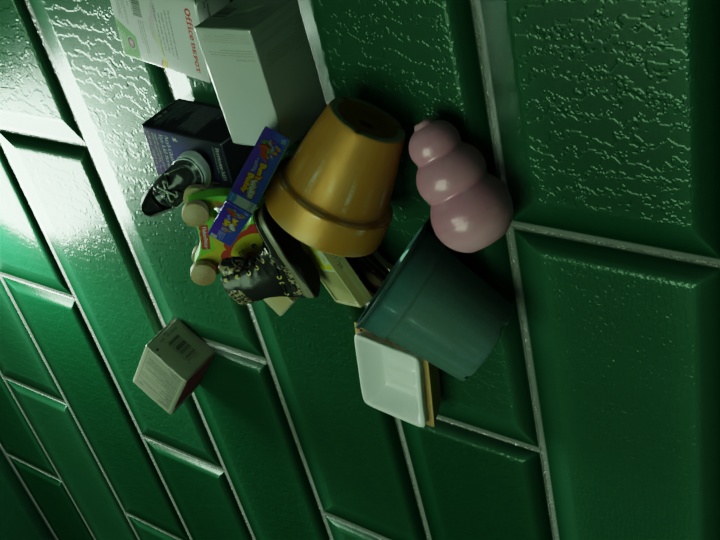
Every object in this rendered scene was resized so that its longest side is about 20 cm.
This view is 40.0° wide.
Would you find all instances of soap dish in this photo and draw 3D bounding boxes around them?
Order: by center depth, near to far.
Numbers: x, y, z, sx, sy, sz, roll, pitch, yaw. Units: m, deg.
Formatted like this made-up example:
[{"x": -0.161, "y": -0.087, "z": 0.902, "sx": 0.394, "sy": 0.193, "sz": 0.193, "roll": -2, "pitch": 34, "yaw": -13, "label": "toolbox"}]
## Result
[{"x": 0.073, "y": 0.182, "z": 1.827, "sx": 0.156, "sy": 0.081, "sz": 0.201, "roll": 19, "pitch": 137, "yaw": 29, "label": "soap dish"}]

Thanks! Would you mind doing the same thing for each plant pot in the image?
[{"x": -0.024, "y": -0.154, "z": 1.509, "sx": 0.199, "sy": 0.200, "sz": 0.184, "roll": 34, "pitch": 122, "yaw": 13, "label": "plant pot"}, {"x": 0.126, "y": 0.062, "z": 1.585, "sx": 0.195, "sy": 0.201, "sz": 0.200, "roll": 33, "pitch": 143, "yaw": -1, "label": "plant pot"}]

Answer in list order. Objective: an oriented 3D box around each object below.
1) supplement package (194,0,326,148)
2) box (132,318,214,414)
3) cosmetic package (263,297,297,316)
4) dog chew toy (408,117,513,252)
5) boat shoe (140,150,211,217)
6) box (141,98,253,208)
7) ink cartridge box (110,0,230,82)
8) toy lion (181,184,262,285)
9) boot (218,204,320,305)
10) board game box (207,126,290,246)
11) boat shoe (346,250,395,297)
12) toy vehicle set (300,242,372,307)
[{"x": -0.150, "y": -0.306, "z": 1.530, "sx": 0.119, "sy": 0.121, "sz": 0.201, "roll": 11, "pitch": 132, "yaw": 35, "label": "supplement package"}, {"x": -0.440, "y": 0.227, "z": 2.326, "sx": 0.128, "sy": 0.109, "sz": 0.200, "roll": 40, "pitch": 144, "yaw": 4, "label": "box"}, {"x": -0.179, "y": -0.026, "z": 1.844, "sx": 0.200, "sy": 0.105, "sz": 0.071, "roll": 43, "pitch": 145, "yaw": -1, "label": "cosmetic package"}, {"x": 0.138, "y": -0.128, "z": 1.440, "sx": 0.124, "sy": 0.124, "sz": 0.201, "roll": -20, "pitch": 103, "yaw": 50, "label": "dog chew toy"}, {"x": -0.328, "y": -0.144, "z": 1.723, "sx": 0.072, "sy": 0.068, "sz": 0.199, "roll": 52, "pitch": 142, "yaw": -12, "label": "boat shoe"}, {"x": -0.268, "y": -0.205, "z": 1.753, "sx": 0.199, "sy": 0.104, "sz": 0.149, "roll": 16, "pitch": 135, "yaw": 33, "label": "box"}, {"x": -0.303, "y": -0.408, "z": 1.606, "sx": 0.199, "sy": 0.084, "sz": 0.146, "roll": 22, "pitch": 138, "yaw": 28, "label": "ink cartridge box"}, {"x": -0.204, "y": -0.054, "z": 1.716, "sx": 0.190, "sy": 0.069, "sz": 0.201, "roll": -4, "pitch": 128, "yaw": -3, "label": "toy lion"}, {"x": -0.168, "y": -0.018, "z": 1.647, "sx": 0.149, "sy": 0.074, "sz": 0.200, "roll": -11, "pitch": 137, "yaw": 22, "label": "boot"}, {"x": -0.176, "y": -0.127, "z": 1.541, "sx": 0.045, "sy": 0.135, "sz": 0.200, "roll": 28, "pitch": 162, "yaw": -9, "label": "board game box"}, {"x": 0.001, "y": -0.004, "z": 1.718, "sx": 0.202, "sy": 0.075, "sz": 0.075, "roll": 34, "pitch": 142, "yaw": 13, "label": "boat shoe"}, {"x": -0.066, "y": -0.028, "z": 1.656, "sx": 0.201, "sy": 0.026, "sz": 0.124, "roll": 55, "pitch": 164, "yaw": -16, "label": "toy vehicle set"}]
